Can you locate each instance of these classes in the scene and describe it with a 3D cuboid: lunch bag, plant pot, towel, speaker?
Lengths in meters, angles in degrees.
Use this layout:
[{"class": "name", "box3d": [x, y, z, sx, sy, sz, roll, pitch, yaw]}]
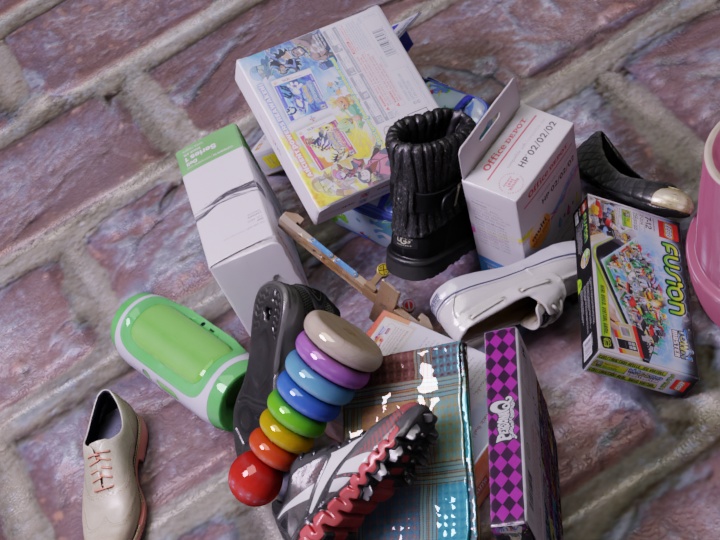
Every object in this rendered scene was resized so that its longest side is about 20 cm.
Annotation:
[{"class": "lunch bag", "box3d": [0.055, -0.126, 1.675, 0.160, 0.083, 0.200, 26, 66, 35]}, {"class": "plant pot", "box3d": [0.401, -0.056, 1.391, 0.197, 0.180, 0.202, -12, 47, 14]}, {"class": "towel", "box3d": [0.043, 0.175, 1.379, 0.145, 0.022, 0.203, -13, 71, 32]}, {"class": "speaker", "box3d": [-0.184, 0.096, 1.578, 0.088, 0.089, 0.199, -44, 48, -18]}]

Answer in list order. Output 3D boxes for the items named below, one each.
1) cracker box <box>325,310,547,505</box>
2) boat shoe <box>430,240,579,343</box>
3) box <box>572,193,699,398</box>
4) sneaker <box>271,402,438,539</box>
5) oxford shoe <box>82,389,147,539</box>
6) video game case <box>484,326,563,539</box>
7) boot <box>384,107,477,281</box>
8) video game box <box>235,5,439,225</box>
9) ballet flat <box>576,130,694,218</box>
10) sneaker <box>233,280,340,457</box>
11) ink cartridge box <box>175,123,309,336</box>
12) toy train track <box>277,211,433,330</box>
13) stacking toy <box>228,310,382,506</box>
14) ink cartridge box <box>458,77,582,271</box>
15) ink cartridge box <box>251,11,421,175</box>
[{"class": "cracker box", "box3d": [0.067, 0.136, 1.452, 0.199, 0.058, 0.134, 23, 64, 37]}, {"class": "boat shoe", "box3d": [0.171, 0.028, 1.473, 0.198, 0.071, 0.070, -14, 54, -21]}, {"class": "box", "box3d": [0.268, 0.022, 1.440, 0.109, 0.035, 0.202, 15, 48, -14]}, {"class": "sneaker", "box3d": [-0.012, 0.187, 1.358, 0.201, 0.071, 0.098, -50, 56, 14]}, {"class": "oxford shoe", "box3d": [-0.265, 0.215, 1.514, 0.070, 0.074, 0.202, -16, 46, 9]}, {"class": "video game case", "box3d": [0.146, 0.184, 1.288, 0.035, 0.182, 0.202, -10, 48, 14]}, {"class": "boot", "box3d": [0.093, -0.099, 1.516, 0.079, 0.160, 0.211, 13, 30, 23]}, {"class": "video game box", "box3d": [-0.014, -0.171, 1.595, 0.180, 0.047, 0.201, -23, 71, -19]}, {"class": "ballet flat", "box3d": [0.282, -0.100, 1.535, 0.057, 0.066, 0.200, -64, 32, 8]}, {"class": "sneaker", "box3d": [-0.065, 0.114, 1.499, 0.076, 0.113, 0.202, 15, 96, 49]}, {"class": "ink cartridge box", "box3d": [-0.126, -0.039, 1.628, 0.084, 0.147, 0.201, -24, 45, 3]}, {"class": "toy train track", "box3d": [0.000, 0.000, 1.532, 0.199, 0.115, 0.033, 38, 69, 7]}, {"class": "stacking toy", "box3d": [-0.061, 0.142, 1.407, 0.085, 0.085, 0.201, 42, 106, 43]}, {"class": "ink cartridge box", "box3d": [0.167, -0.084, 1.497, 0.067, 0.201, 0.116, 24, 63, 28]}, {"class": "ink cartridge box", "box3d": [-0.023, -0.208, 1.745, 0.198, 0.047, 0.199, -52, 22, -24]}]
